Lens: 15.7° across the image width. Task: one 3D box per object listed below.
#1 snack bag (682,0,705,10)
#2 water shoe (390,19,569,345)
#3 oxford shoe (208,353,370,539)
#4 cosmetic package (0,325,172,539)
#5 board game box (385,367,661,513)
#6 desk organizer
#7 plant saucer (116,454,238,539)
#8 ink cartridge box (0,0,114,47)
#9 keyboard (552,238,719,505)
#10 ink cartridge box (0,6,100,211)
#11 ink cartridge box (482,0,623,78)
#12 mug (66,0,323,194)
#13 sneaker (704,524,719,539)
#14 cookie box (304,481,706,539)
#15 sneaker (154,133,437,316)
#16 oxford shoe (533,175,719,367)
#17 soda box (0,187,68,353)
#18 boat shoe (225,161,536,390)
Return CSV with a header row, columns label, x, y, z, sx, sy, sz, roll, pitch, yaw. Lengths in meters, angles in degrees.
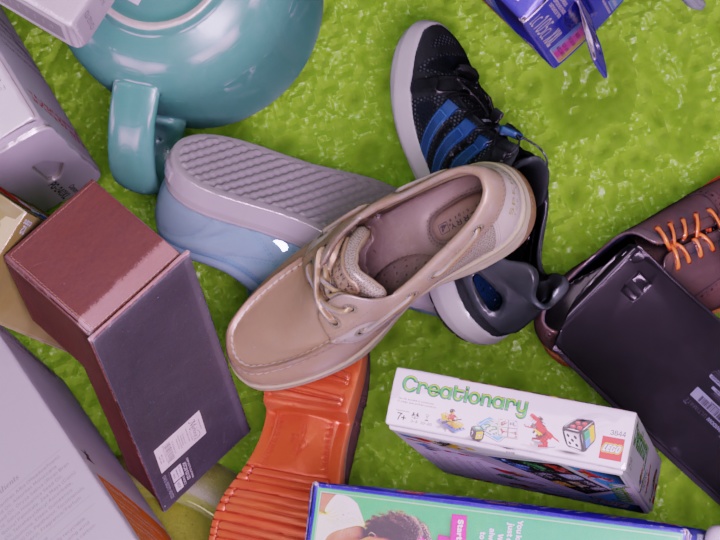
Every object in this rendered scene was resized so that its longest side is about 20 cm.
label,x,y,z,sx,sy,sz,roll,pitch,yaw
snack bag,0.114,-0.228,1.450,0.021,0.200,0.189,-45,75,8
water shoe,0.074,-0.058,1.478,0.079,0.071,0.201,-26,64,34
oxford shoe,-0.033,0.124,1.485,0.071,0.073,0.201,16,79,17
cosmetic package,-0.171,0.127,1.465,0.071,0.101,0.200,-40,54,1
board game box,0.092,0.093,1.403,0.125,0.200,0.035,10,81,12
desk organizer,-0.126,0.043,1.445,0.072,0.200,0.077,-42,62,-17
plant saucer,-0.125,0.204,1.515,0.199,0.031,0.201,-2,82,11
ink cartridge box,-0.194,-0.248,1.459,0.199,0.045,0.177,30,78,8
keyboard,0.212,0.058,1.438,0.200,0.021,0.127,42,103,-10
ink cartridge box,-0.248,-0.128,1.530,0.083,0.145,0.201,-32,76,2
ink cartridge box,0.080,-0.197,1.483,0.200,0.136,0.076,44,94,14
mug,-0.100,-0.154,1.522,0.151,0.114,0.186,-20,78,7
sneaker,0.272,0.207,1.396,0.199,0.073,0.113,14,83,-5
cookie box,0.082,0.163,1.410,0.199,0.171,0.076,5,85,12
sneaker,-0.026,-0.011,1.520,0.199,0.082,0.074,24,43,0
oxford shoe,0.187,-0.008,1.466,0.199,0.073,0.071,-34,77,4
soda box,-0.196,-0.006,1.473,0.068,0.200,0.064,32,88,16
boat shoe,0.000,0.000,1.422,0.199,0.065,0.072,-30,72,20
